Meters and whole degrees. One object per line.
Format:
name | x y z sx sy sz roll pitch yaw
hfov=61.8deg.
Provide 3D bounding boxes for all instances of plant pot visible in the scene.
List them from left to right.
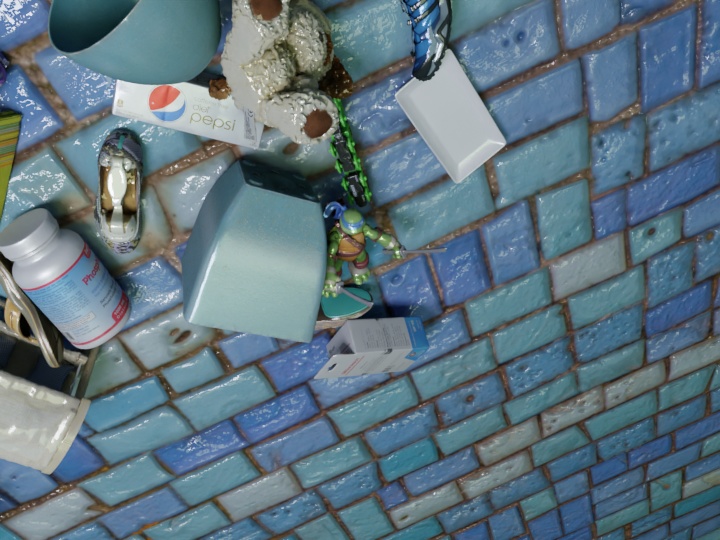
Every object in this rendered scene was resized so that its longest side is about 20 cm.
plant pot | -0.239 -0.298 0.696 0.199 0.203 0.134 -38 147 13
plant pot | -0.148 -0.043 0.899 0.191 0.197 0.204 12 113 -24

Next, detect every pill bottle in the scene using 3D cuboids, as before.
pill bottle | -0.439 0.013 0.896 0.106 0.110 0.203 -22 129 1

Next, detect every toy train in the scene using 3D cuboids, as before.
toy train | -0.025 -0.187 0.909 0.041 0.057 0.203 -12 129 11

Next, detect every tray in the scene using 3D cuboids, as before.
tray | 0.143 -0.238 0.944 0.106 0.022 0.200 -36 127 12

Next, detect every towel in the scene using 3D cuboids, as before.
towel | -0.508 -0.115 0.804 0.018 0.086 0.203 30 116 2

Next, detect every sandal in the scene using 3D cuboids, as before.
sandal | -0.508 0.057 0.900 0.053 0.080 0.204 -27 104 -6

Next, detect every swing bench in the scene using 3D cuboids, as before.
swing bench | -0.530 0.173 0.926 0.197 0.202 0.130 32 112 -33

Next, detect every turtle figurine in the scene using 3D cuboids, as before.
turtle figurine | 0.000 0.000 0.955 0.197 0.146 0.194 32 157 2

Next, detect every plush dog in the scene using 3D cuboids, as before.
plush dog | -0.095 -0.274 0.769 0.172 0.158 0.203 -48 124 -35

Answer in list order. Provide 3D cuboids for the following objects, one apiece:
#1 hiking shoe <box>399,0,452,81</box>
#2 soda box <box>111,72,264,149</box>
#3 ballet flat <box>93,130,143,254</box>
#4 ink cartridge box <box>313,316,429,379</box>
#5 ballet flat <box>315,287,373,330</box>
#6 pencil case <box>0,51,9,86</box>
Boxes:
hiking shoe | 0.080 -0.364 0.812 0.084 0.075 0.205 2 115 -9
soda box | -0.227 -0.230 0.814 0.195 0.064 0.069 9 121 -23
ballet flat | -0.351 -0.097 0.870 0.070 0.073 0.204 3 124 -18
ink cartridge box | 0.013 0.142 1.108 0.195 0.068 0.116 0 150 -27
ballet flat | -0.072 0.079 1.092 0.194 0.070 0.068 -9 147 -3
pencil case | -0.524 -0.199 0.739 0.200 0.084 0.086 -44 90 14
